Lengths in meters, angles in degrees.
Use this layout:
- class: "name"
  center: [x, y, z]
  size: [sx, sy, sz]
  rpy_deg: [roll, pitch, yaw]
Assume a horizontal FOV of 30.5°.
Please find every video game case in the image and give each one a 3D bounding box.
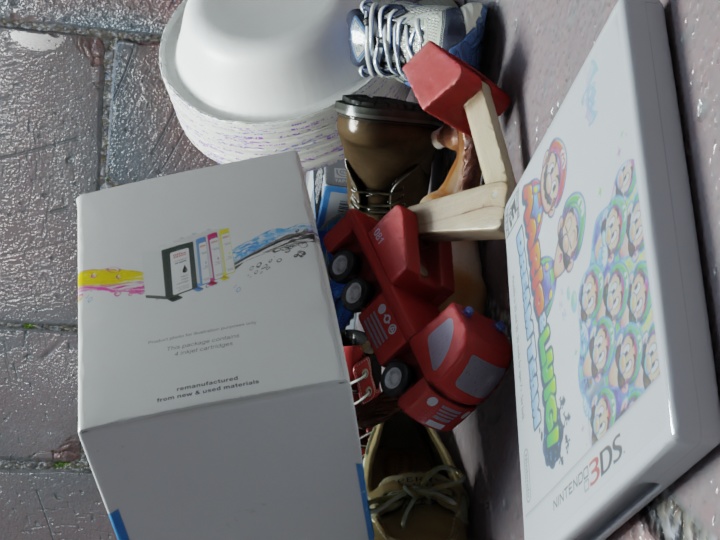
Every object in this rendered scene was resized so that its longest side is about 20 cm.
- class: "video game case"
  center: [0.102, 0.013, 0.587]
  size: [0.182, 0.024, 0.200]
  rpy_deg: [111, 162, -60]

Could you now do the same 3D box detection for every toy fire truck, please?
- class: "toy fire truck"
  center: [0.049, -0.023, 0.768]
  size: [0.141, 0.049, 0.200]
  rpy_deg: [-45, 47, 21]

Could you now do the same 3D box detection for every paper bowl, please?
- class: "paper bowl"
  center: [-0.062, -0.184, 1.064]
  size: [0.104, 0.200, 0.201]
  rpy_deg: [75, -170, -50]

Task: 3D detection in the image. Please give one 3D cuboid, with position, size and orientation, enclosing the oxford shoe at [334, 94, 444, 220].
- class: "oxford shoe"
  center: [0.021, -0.072, 0.919]
  size: [0.200, 0.073, 0.085]
  rpy_deg: [39, -118, -77]

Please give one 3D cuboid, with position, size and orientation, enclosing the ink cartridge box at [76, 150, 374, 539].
- class: "ink cartridge box"
  center: [-0.083, 0.055, 0.788]
  size: [0.200, 0.144, 0.147]
  rpy_deg: [-104, 4, -48]

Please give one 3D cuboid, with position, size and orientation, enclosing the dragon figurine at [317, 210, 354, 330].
- class: "dragon figurine"
  center: [0.000, 0.000, 1.095]
  size: [0.059, 0.099, 0.200]
  rpy_deg: [82, 177, -60]

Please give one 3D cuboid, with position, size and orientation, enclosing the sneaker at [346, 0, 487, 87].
- class: "sneaker"
  center: [0.033, -0.152, 0.915]
  size: [0.200, 0.085, 0.077]
  rpy_deg: [-122, 37, -75]

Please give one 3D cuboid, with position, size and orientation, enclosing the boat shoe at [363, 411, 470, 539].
- class: "boat shoe"
  center: [0.028, 0.139, 0.840]
  size: [0.200, 0.073, 0.063]
  rpy_deg: [-117, 30, -75]

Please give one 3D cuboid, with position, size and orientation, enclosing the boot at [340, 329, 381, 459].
- class: "boot"
  center: [-0.005, 0.139, 0.972]
  size: [0.200, 0.072, 0.145]
  rpy_deg: [-94, -3, -55]

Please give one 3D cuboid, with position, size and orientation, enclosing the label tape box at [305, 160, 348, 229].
- class: "label tape box"
  center: [-0.020, -0.096, 1.292]
  size: [0.143, 0.066, 0.200]
  rpy_deg: [103, 166, -45]

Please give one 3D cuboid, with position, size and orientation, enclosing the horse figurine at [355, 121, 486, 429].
- class: "horse figurine"
  center: [0.044, 0.006, 0.848]
  size: [0.133, 0.050, 0.200]
  rpy_deg: [-42, 33, 53]
